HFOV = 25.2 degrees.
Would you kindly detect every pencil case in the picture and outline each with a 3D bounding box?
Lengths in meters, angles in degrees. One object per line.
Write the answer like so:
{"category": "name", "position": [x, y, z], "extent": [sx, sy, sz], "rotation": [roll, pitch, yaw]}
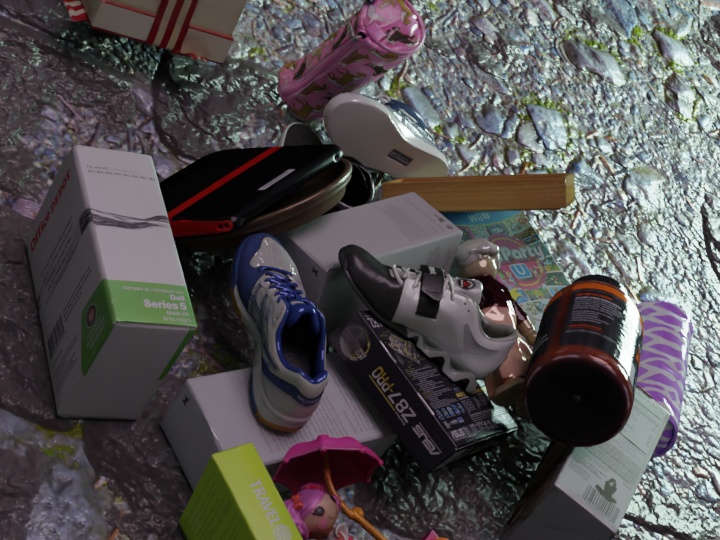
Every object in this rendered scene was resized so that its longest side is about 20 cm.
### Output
{"category": "pencil case", "position": [-0.014, -0.235, 1.796], "extent": [0.086, 0.200, 0.083], "rotation": [26, 59, -23]}
{"category": "pencil case", "position": [0.319, 0.119, 1.789], "extent": [0.085, 0.084, 0.201], "rotation": [13, 39, 9]}

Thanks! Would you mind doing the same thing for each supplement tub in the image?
{"category": "supplement tub", "position": [0.224, 0.079, 1.587], "extent": [0.106, 0.107, 0.200], "rotation": [33, 31, -4]}

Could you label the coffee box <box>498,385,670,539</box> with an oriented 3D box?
{"category": "coffee box", "position": [0.225, 0.207, 1.611], "extent": [0.080, 0.115, 0.200], "rotation": [38, 39, 1]}

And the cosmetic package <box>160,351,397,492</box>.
{"category": "cosmetic package", "position": [-0.072, 0.145, 1.492], "extent": [0.199, 0.071, 0.102], "rotation": [-7, 56, -40]}

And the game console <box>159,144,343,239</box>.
{"category": "game console", "position": [-0.135, -0.076, 1.598], "extent": [0.200, 0.176, 0.031], "rotation": [-39, 122, -47]}

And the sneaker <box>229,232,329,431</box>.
{"category": "sneaker", "position": [-0.063, 0.042, 1.461], "extent": [0.075, 0.088, 0.201], "rotation": [4, 55, -29]}

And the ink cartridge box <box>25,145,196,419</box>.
{"category": "ink cartridge box", "position": [-0.229, 0.011, 1.452], "extent": [0.083, 0.146, 0.201], "rotation": [5, 50, -31]}

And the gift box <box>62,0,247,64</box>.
{"category": "gift box", "position": [-0.217, -0.333, 1.748], "extent": [0.183, 0.188, 0.201], "rotation": [14, 30, -26]}

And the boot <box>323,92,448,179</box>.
{"category": "boot", "position": [0.018, -0.164, 1.825], "extent": [0.200, 0.073, 0.091], "rotation": [33, 26, -46]}

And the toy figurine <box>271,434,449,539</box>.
{"category": "toy figurine", "position": [-0.010, 0.231, 1.384], "extent": [0.184, 0.150, 0.200], "rotation": [47, 39, 7]}

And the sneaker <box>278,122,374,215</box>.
{"category": "sneaker", "position": [-0.033, -0.105, 1.734], "extent": [0.070, 0.099, 0.201], "rotation": [7, 47, -27]}

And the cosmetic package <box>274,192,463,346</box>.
{"category": "cosmetic package", "position": [0.000, 0.000, 1.642], "extent": [0.199, 0.108, 0.085], "rotation": [-14, 45, -43]}

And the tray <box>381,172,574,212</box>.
{"category": "tray", "position": [0.130, -0.084, 1.763], "extent": [0.198, 0.037, 0.099], "rotation": [0, 6, 13]}

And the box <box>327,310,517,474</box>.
{"category": "box", "position": [0.065, 0.110, 1.573], "extent": [0.162, 0.049, 0.200], "rotation": [56, 19, 12]}

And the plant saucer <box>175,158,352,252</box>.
{"category": "plant saucer", "position": [-0.100, -0.064, 1.608], "extent": [0.200, 0.199, 0.030], "rotation": [-36, 114, -48]}

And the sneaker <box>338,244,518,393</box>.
{"category": "sneaker", "position": [0.068, 0.025, 1.541], "extent": [0.200, 0.088, 0.074], "rotation": [38, 22, -22]}

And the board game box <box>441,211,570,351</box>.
{"category": "board game box", "position": [0.157, 0.027, 1.770], "extent": [0.147, 0.064, 0.201], "rotation": [-8, 56, -39]}

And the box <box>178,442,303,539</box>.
{"category": "box", "position": [-0.080, 0.259, 1.338], "extent": [0.047, 0.122, 0.201], "rotation": [-14, 60, -32]}

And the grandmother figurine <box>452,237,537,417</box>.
{"category": "grandmother figurine", "position": [0.136, 0.048, 1.655], "extent": [0.121, 0.060, 0.201], "rotation": [36, 30, -46]}
